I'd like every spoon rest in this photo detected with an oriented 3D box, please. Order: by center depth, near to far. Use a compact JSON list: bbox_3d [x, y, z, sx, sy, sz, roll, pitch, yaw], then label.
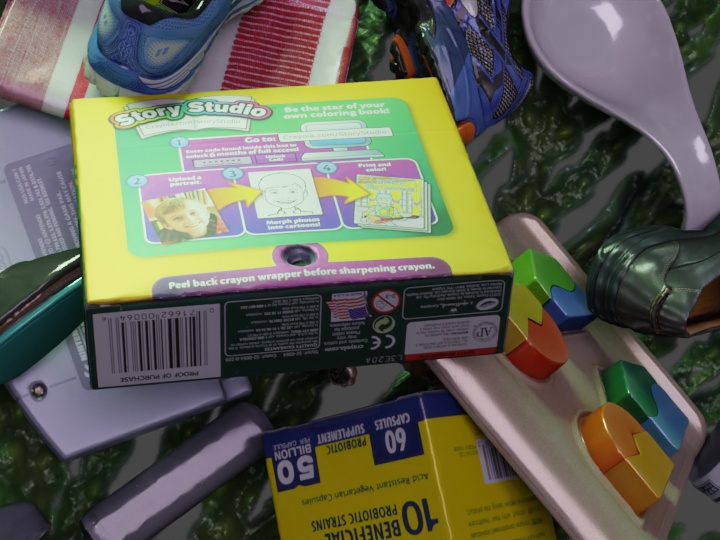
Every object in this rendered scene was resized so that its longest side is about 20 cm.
[{"bbox_3d":[0.168,-0.105,0.953,0.099,0.061,0.200,-24,86,-23],"label":"spoon rest"}]

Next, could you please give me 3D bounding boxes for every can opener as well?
[{"bbox_3d":[-0.143,0.126,0.848,0.200,0.053,0.067,-36,88,-17],"label":"can opener"}]

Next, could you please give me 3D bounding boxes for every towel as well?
[{"bbox_3d":[-0.104,-0.131,0.900,0.200,0.023,0.144,16,57,-8],"label":"towel"}]

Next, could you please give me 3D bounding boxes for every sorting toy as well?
[{"bbox_3d":[0.120,0.058,0.864,0.036,0.200,0.185,-40,88,28],"label":"sorting toy"}]

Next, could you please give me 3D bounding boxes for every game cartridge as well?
[{"bbox_3d":[-0.156,-0.001,0.881,0.133,0.040,0.200,-18,83,-18],"label":"game cartridge"}]

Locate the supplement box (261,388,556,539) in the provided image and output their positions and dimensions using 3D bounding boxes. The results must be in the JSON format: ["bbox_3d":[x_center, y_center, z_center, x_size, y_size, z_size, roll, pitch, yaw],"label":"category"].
[{"bbox_3d":[0.037,0.170,0.825,0.109,0.109,0.201,2,74,-55],"label":"supplement box"}]

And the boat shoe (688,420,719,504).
[{"bbox_3d":[0.289,0.073,0.936,0.086,0.075,0.202,39,77,-1],"label":"boat shoe"}]

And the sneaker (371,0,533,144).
[{"bbox_3d":[0.047,-0.176,0.939,0.078,0.075,0.200,-20,100,-26],"label":"sneaker"}]

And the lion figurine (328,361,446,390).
[{"bbox_3d":[0.000,0.000,0.891,0.200,0.072,0.122,49,37,9],"label":"lion figurine"}]

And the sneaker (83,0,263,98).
[{"bbox_3d":[-0.084,-0.181,0.870,0.078,0.089,0.200,26,54,-3],"label":"sneaker"}]

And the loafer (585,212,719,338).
[{"bbox_3d":[0.227,0.004,0.917,0.200,0.072,0.073,-17,123,-30],"label":"loafer"}]

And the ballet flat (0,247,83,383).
[{"bbox_3d":[-0.214,0.048,0.814,0.068,0.068,0.200,41,86,12],"label":"ballet flat"}]

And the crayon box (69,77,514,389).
[{"bbox_3d":[-0.042,-0.025,0.784,0.199,0.058,0.173,-4,38,-10],"label":"crayon box"}]
